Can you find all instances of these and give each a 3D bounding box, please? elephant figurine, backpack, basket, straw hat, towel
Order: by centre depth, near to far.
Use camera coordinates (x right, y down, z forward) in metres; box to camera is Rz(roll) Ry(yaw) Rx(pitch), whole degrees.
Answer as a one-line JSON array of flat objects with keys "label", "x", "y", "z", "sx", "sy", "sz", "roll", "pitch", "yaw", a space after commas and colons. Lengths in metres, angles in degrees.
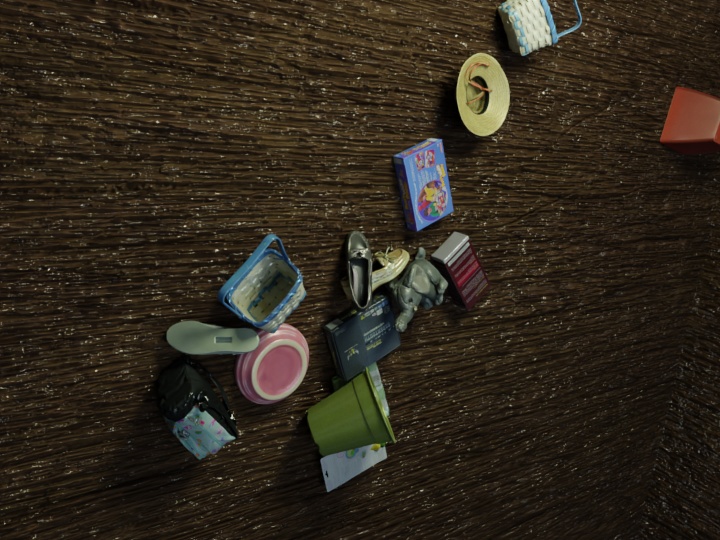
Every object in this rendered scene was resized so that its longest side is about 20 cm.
[{"label": "basket", "x": -0.213, "y": 0.036, "z": 1.379, "sx": 0.177, "sy": 0.138, "sz": 0.201, "roll": -48, "pitch": 156, "yaw": -15}, {"label": "backpack", "x": -0.355, "y": 0.310, "z": 1.389, "sx": 0.125, "sy": 0.167, "sz": 0.202, "roll": -30, "pitch": 126, "yaw": -2}, {"label": "elephant figurine", "x": 0.130, "y": 0.047, "z": 1.647, "sx": 0.198, "sy": 0.155, "sz": 0.143, "roll": -9, "pitch": 133, "yaw": -51}, {"label": "straw hat", "x": 0.291, "y": -0.453, "z": 1.651, "sx": 0.198, "sy": 0.085, "sz": 0.205, "roll": -8, "pitch": 104, "yaw": -34}, {"label": "basket", "x": 0.470, "y": -0.676, "z": 1.663, "sx": 0.197, "sy": 0.140, "sz": 0.178, "roll": -25, "pitch": 124, "yaw": 7}, {"label": "towel", "x": 0.004, "y": 0.345, "z": 1.734, "sx": 0.148, "sy": 0.031, "sz": 0.203, "roll": -29, "pitch": 120, "yaw": -27}]

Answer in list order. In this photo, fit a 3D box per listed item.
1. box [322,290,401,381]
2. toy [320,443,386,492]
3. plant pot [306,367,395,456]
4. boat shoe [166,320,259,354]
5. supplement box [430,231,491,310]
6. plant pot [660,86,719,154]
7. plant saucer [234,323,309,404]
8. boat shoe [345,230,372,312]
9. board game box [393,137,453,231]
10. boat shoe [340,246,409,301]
[{"label": "box", "x": 0.007, "y": 0.169, "z": 1.665, "sx": 0.198, "sy": 0.051, "sz": 0.160, "roll": -29, "pitch": 121, "yaw": -27}, {"label": "toy", "x": -0.024, "y": 0.508, "z": 1.755, "sx": 0.197, "sy": 0.047, "sz": 0.117, "roll": -21, "pitch": 117, "yaw": -23}, {"label": "plant pot", "x": -0.033, "y": 0.376, "z": 1.618, "sx": 0.187, "sy": 0.201, "sz": 0.203, "roll": -22, "pitch": 120, "yaw": 0}, {"label": "boat shoe", "x": -0.321, "y": 0.156, "z": 1.393, "sx": 0.197, "sy": 0.072, "sz": 0.072, "roll": 5, "pitch": 72, "yaw": -11}, {"label": "supplement box", "x": 0.288, "y": 0.003, "z": 1.814, "sx": 0.109, "sy": 0.061, "sz": 0.201, "roll": -43, "pitch": 125, "yaw": -17}, {"label": "plant pot", "x": 1.220, "y": -0.521, "z": 2.266, "sx": 0.197, "sy": 0.175, "sz": 0.204, "roll": 8, "pitch": 101, "yaw": -38}, {"label": "plant saucer", "x": -0.203, "y": 0.230, "z": 1.528, "sx": 0.198, "sy": 0.051, "sz": 0.205, "roll": -13, "pitch": 113, "yaw": -33}, {"label": "boat shoe", "x": 0.000, "y": 0.000, "z": 1.555, "sx": 0.065, "sy": 0.057, "sz": 0.205, "roll": -4, "pitch": 86, "yaw": -5}, {"label": "board game box", "x": 0.166, "y": -0.223, "z": 1.658, "sx": 0.133, "sy": 0.045, "sz": 0.203, "roll": -28, "pitch": 120, "yaw": -27}, {"label": "boat shoe", "x": 0.040, "y": 0.000, "z": 1.620, "sx": 0.199, "sy": 0.073, "sz": 0.063, "roll": -38, "pitch": 117, "yaw": -17}]
